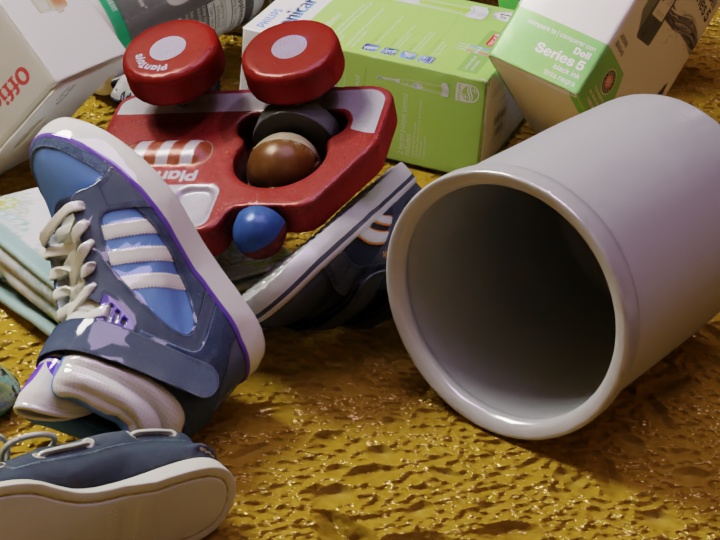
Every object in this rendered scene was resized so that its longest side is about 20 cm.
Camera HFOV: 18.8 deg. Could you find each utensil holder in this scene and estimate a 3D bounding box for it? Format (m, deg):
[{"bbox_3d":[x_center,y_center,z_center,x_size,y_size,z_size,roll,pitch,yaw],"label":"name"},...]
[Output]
[{"bbox_3d":[0.139,-0.009,1.362,0.170,0.171,0.200,22,30,28],"label":"utensil holder"}]

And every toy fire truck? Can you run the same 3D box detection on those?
[{"bbox_3d":[-0.082,-0.067,1.392,0.199,0.112,0.168,1,45,18],"label":"toy fire truck"}]

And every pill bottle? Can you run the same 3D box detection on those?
[{"bbox_3d":[-0.146,-0.229,1.716,0.200,0.113,0.113,-32,43,-25],"label":"pill bottle"}]

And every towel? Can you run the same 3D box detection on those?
[{"bbox_3d":[-0.154,-0.006,1.430,0.171,0.048,0.200,-15,34,-37],"label":"towel"}]

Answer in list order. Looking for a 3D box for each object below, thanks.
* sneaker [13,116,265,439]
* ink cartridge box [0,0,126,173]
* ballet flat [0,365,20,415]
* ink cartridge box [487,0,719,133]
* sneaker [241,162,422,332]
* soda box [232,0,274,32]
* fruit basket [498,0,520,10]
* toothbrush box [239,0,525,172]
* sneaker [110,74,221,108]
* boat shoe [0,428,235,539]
[{"bbox_3d":[-0.161,0.019,1.270,0.200,0.081,0.146,51,52,0],"label":"sneaker"},{"bbox_3d":[-0.278,-0.181,1.534,0.200,0.145,0.083,54,42,4],"label":"ink cartridge box"},{"bbox_3d":[-0.296,0.058,1.264,0.199,0.074,0.074,-5,30,-19],"label":"ballet flat"},{"bbox_3d":[0.195,-0.198,1.627,0.084,0.200,0.146,28,-8,26],"label":"ink cartridge box"},{"bbox_3d":[0.000,0.000,1.385,0.080,0.078,0.200,53,38,-3],"label":"sneaker"},{"bbox_3d":[-0.017,-0.233,1.840,0.199,0.068,0.064,6,29,1],"label":"soda box"},{"bbox_3d":[0.221,-0.251,1.773,0.215,0.216,0.155,19,31,23],"label":"fruit basket"},{"bbox_3d":[0.024,-0.156,1.688,0.199,0.086,0.146,15,30,15],"label":"toothbrush box"},{"bbox_3d":[-0.139,-0.114,1.587,0.080,0.074,0.200,-9,10,-9],"label":"sneaker"},{"bbox_3d":[-0.163,0.122,1.164,0.199,0.075,0.062,-13,35,-32],"label":"boat shoe"}]
